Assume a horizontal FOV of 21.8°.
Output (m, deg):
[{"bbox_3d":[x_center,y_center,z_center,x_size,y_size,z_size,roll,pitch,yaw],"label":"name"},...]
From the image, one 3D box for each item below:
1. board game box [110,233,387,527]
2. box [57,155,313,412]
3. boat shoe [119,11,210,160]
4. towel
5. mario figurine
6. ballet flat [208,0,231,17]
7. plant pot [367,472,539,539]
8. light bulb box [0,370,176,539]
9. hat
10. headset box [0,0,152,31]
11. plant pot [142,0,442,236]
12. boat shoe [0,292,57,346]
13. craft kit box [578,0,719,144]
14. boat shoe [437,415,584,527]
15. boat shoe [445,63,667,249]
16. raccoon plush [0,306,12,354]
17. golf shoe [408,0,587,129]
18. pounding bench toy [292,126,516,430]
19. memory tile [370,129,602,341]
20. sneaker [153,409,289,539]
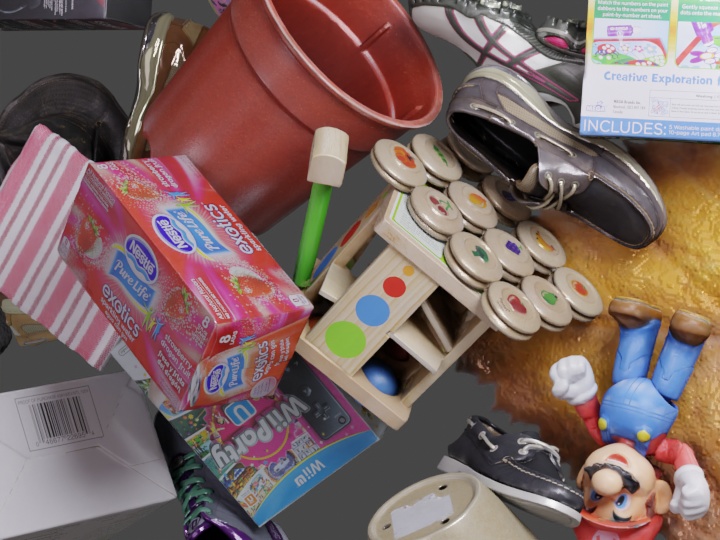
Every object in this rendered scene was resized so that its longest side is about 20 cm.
[{"bbox_3d":[-0.090,0.094,1.584,0.147,0.064,0.200,-38,96,23],"label":"board game box"},{"bbox_3d":[-0.140,0.006,1.463,0.200,0.099,0.096,49,129,33],"label":"box"},{"bbox_3d":[-0.170,-0.129,1.674,0.073,0.076,0.202,10,92,2],"label":"boat shoe"},{"bbox_3d":[-0.255,-0.023,1.653,0.200,0.030,0.147,36,101,30],"label":"towel"},{"bbox_3d":[0.207,0.123,1.426,0.123,0.105,0.202,6,82,64],"label":"mario figurine"},{"bbox_3d":[-0.120,-0.324,1.657,0.069,0.071,0.202,9,93,29],"label":"ballet flat"},{"bbox_3d":[0.086,0.261,1.402,0.186,0.187,0.201,-14,112,29],"label":"plant pot"},{"bbox_3d":[-0.304,0.191,1.640,0.200,0.197,0.126,-34,71,47],"label":"light bulb box"},{"bbox_3d":[-0.295,-0.091,1.743,0.199,0.081,0.202,-1,88,31],"label":"hat"},{"bbox_3d":[-0.273,-0.301,1.742,0.199,0.075,0.150,3,90,30],"label":"headset box"},{"bbox_3d":[-0.069,-0.142,1.561,0.195,0.200,0.202,-41,69,30],"label":"plant pot"},{"bbox_3d":[-0.241,0.043,1.724,0.199,0.072,0.077,-1,110,32],"label":"boat shoe"},{"bbox_3d":[0.269,-0.194,1.409,0.198,0.049,0.199,5,93,11],"label":"craft kit box"},{"bbox_3d":[0.123,0.153,1.452,0.074,0.200,0.061,30,83,-15],"label":"boat shoe"},{"bbox_3d":[0.147,-0.077,1.466,0.200,0.073,0.075,37,141,11],"label":"boat shoe"},{"bbox_3d":[-0.403,0.011,1.803,0.133,0.097,0.202,9,87,36],"label":"raccoon plush"},{"bbox_3d":[0.118,-0.174,1.513,0.199,0.077,0.089,21,106,29],"label":"golf shoe"},{"bbox_3d":[0.000,0.000,1.488,0.200,0.124,0.156,39,117,-10],"label":"pounding bench toy"},{"bbox_3d":[0.102,-0.033,1.471,0.017,0.153,0.200,-48,68,30],"label":"memory tile"},{"bbox_3d":[-0.133,0.196,1.633,0.074,0.087,0.200,-44,68,21],"label":"sneaker"}]
